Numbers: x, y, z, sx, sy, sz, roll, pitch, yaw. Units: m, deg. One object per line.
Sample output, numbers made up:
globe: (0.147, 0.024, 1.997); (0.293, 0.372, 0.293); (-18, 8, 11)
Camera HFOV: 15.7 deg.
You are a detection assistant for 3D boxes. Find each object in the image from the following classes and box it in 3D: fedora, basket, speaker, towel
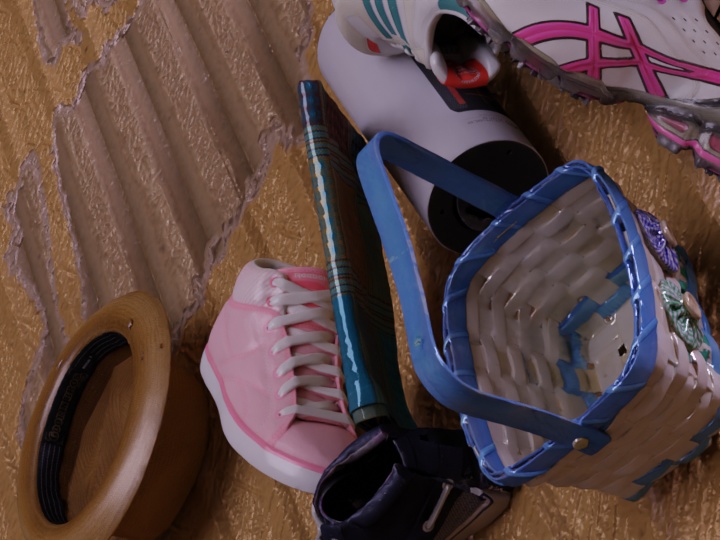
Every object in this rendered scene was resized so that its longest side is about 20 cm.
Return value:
fedora: (-0.160, 0.117, 1.789); (0.200, 0.081, 0.202); (-37, 41, 40)
basket: (0.090, 0.021, 1.353); (0.139, 0.199, 0.177); (-47, 41, 33)
speaker: (0.042, -0.092, 1.592); (0.081, 0.081, 0.200); (-58, 34, 20)
towel: (0.000, 0.000, 1.533); (0.022, 0.147, 0.202); (-11, 78, 8)

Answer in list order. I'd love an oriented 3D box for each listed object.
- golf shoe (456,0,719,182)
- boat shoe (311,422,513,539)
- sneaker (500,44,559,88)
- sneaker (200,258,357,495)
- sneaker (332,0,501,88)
golf shoe: (0.145, -0.125, 1.370); (0.093, 0.199, 0.073); (-62, 5, 15)
boat shoe: (-0.005, 0.154, 1.524); (0.200, 0.092, 0.075); (-48, 47, 32)
sneaker: (0.090, -0.175, 1.554); (0.078, 0.080, 0.200); (-52, 36, -3)
sneaker: (-0.042, 0.058, 1.646); (0.105, 0.075, 0.200); (-67, 29, 17)
sneaker: (0.037, -0.140, 1.489); (0.200, 0.070, 0.094); (141, 120, -66)
